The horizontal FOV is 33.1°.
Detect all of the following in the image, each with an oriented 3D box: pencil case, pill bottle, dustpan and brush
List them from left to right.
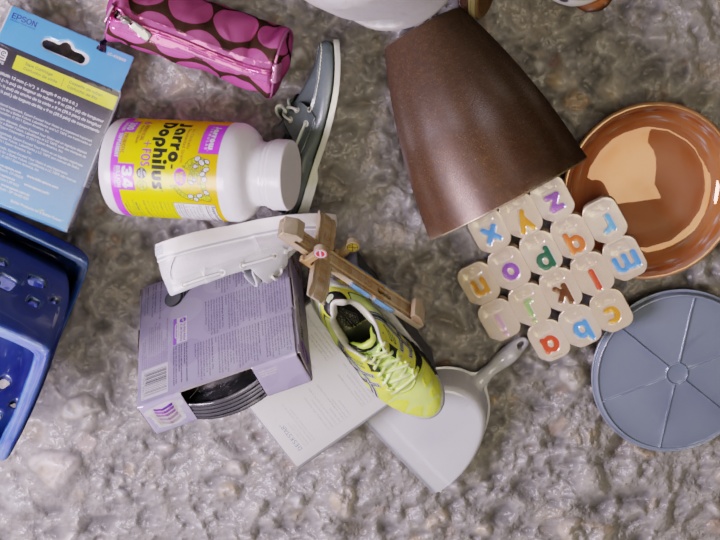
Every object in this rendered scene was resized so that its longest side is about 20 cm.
[{"bbox_3d":[-0.169,-0.244,1.271,0.198,0.094,0.092,17,102,-8],"label":"pencil case"},{"bbox_3d":[-0.167,-0.106,1.281,0.198,0.104,0.105,4,107,14],"label":"pill bottle"},{"bbox_3d":[0.121,0.150,1.422,0.200,0.057,0.140,-39,105,16],"label":"dustpan and brush"}]

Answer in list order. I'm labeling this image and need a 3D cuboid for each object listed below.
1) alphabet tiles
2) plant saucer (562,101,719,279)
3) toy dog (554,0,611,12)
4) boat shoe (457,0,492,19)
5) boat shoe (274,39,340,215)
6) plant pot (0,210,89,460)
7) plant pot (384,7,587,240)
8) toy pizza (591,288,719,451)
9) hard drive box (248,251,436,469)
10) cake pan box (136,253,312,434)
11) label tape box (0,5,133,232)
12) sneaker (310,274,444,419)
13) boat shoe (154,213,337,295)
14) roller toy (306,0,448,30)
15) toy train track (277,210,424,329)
[{"bbox_3d":[0.214,-0.001,1.365,0.199,0.015,0.197,-27,103,18],"label":"alphabet tiles"},{"bbox_3d":[0.322,-0.091,1.361,0.198,0.037,0.202,-1,106,-3],"label":"plant saucer"},{"bbox_3d":[0.251,-0.357,1.227,0.139,0.194,0.200,39,124,-10],"label":"toy dog"},{"bbox_3d":[0.102,-0.365,1.268,0.071,0.072,0.202,7,117,28],"label":"boat shoe"},{"bbox_3d":[-0.065,-0.155,1.312,0.061,0.073,0.202,11,110,-9],"label":"boat shoe"},{"bbox_3d":[-0.409,0.047,1.283,0.199,0.181,0.201,25,131,-8],"label":"plant pot"},{"bbox_3d":[0.109,-0.164,1.273,0.186,0.187,0.201,-28,93,6],"label":"plant pot"},{"bbox_3d":[0.367,0.116,1.425,0.198,0.032,0.202,-1,106,-3],"label":"toy pizza"},{"bbox_3d":[-0.038,0.101,1.383,0.199,0.077,0.156,-35,104,7],"label":"hard drive box"},{"bbox_3d":[-0.147,0.068,1.302,0.183,0.201,0.053,-21,130,8],"label":"cake pan box"},{"bbox_3d":[-0.342,-0.159,1.300,0.142,0.066,0.202,22,87,-8],"label":"label tape box"},{"bbox_3d":[0.016,0.091,1.303,0.075,0.076,0.200,-42,104,8],"label":"sneaker"},{"bbox_3d":[-0.115,-0.017,1.283,0.198,0.072,0.069,-12,91,-25],"label":"boat shoe"},{"bbox_3d":[0.016,-0.339,1.203,0.182,0.139,0.201,-32,71,26],"label":"roller toy"},{"bbox_3d":[0.000,0.000,1.259,0.199,0.115,0.032,34,132,-29],"label":"toy train track"}]
